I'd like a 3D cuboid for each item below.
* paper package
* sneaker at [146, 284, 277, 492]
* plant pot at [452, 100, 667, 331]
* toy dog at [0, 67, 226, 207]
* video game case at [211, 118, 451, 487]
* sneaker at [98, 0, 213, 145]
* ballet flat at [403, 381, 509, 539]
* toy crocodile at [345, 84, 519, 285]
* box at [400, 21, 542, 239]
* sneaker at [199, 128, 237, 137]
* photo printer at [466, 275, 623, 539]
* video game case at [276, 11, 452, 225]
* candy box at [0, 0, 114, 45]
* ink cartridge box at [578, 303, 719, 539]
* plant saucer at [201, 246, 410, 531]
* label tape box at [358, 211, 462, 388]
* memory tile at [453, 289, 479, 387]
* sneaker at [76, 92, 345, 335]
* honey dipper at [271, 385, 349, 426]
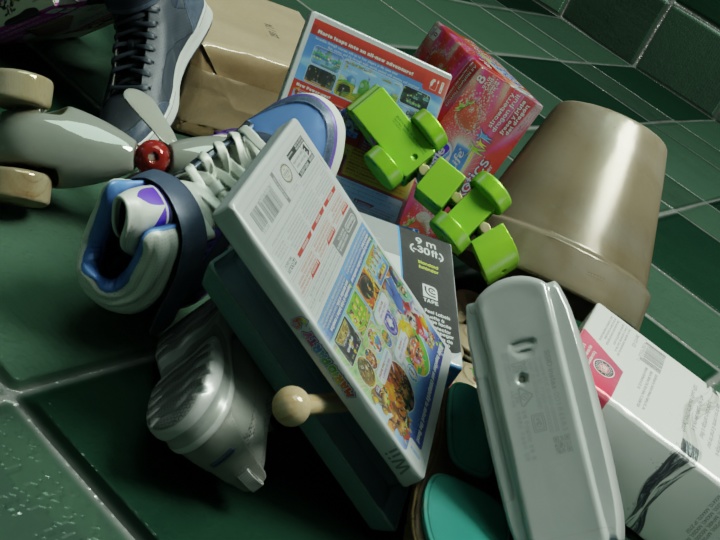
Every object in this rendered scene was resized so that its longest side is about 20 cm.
[{"bbox_3d":[-0.128,-0.217,1.129,0.188,0.104,0.201,13,30,-32],"label":"paper package"},{"bbox_3d":[-0.088,0.073,0.691,0.082,0.074,0.201,51,17,-19],"label":"sneaker"},{"bbox_3d":[0.206,-0.058,1.014,0.197,0.176,0.200,25,-3,1],"label":"plant pot"},{"bbox_3d":[-0.201,-0.085,0.815,0.198,0.134,0.096,28,-8,-19],"label":"toy dog"},{"bbox_3d":[-0.009,0.015,0.663,0.201,0.018,0.144,56,24,-16],"label":"video game case"},{"bbox_3d":[-0.204,-0.210,0.920,0.075,0.147,0.205,2,57,20],"label":"sneaker"},{"bbox_3d":[0.053,0.149,0.666,0.067,0.073,0.201,26,26,-8],"label":"ballet flat"},{"bbox_3d":[0.064,-0.075,0.909,0.200,0.067,0.062,46,-9,6],"label":"toy crocodile"},{"bbox_3d":[0.068,-0.119,1.024,0.095,0.201,0.100,22,24,-38],"label":"box"},{"bbox_3d":[-0.121,-0.092,0.961,0.082,0.082,0.199,19,13,21],"label":"sneaker"},{"bbox_3d":[0.126,0.106,0.693,0.200,0.068,0.170,45,33,-70],"label":"photo printer"},{"bbox_3d":[-0.015,-0.104,0.932,0.141,0.203,0.017,20,1,-17],"label":"video game case"},{"bbox_3d":[-0.286,-0.262,1.007,0.200,0.134,0.062,-36,110,-62],"label":"candy box"},{"bbox_3d":[0.237,0.137,0.856,0.199,0.085,0.145,37,28,9],"label":"ink cartridge box"},{"bbox_3d":[-0.034,0.074,0.677,0.202,0.019,0.070,57,16,-5],"label":"plant saucer"},{"bbox_3d":[0.000,0.000,0.841,0.141,0.066,0.202,18,44,-17],"label":"label tape box"},{"bbox_3d":[0.085,0.064,0.930,0.198,0.017,0.154,2,36,-44],"label":"memory tile"},{"bbox_3d":[-0.100,-0.046,0.698,0.081,0.200,0.146,48,8,11],"label":"sneaker"},{"bbox_3d":[-0.002,0.084,0.671,0.038,0.038,0.199,39,14,22],"label":"honey dipper"}]
